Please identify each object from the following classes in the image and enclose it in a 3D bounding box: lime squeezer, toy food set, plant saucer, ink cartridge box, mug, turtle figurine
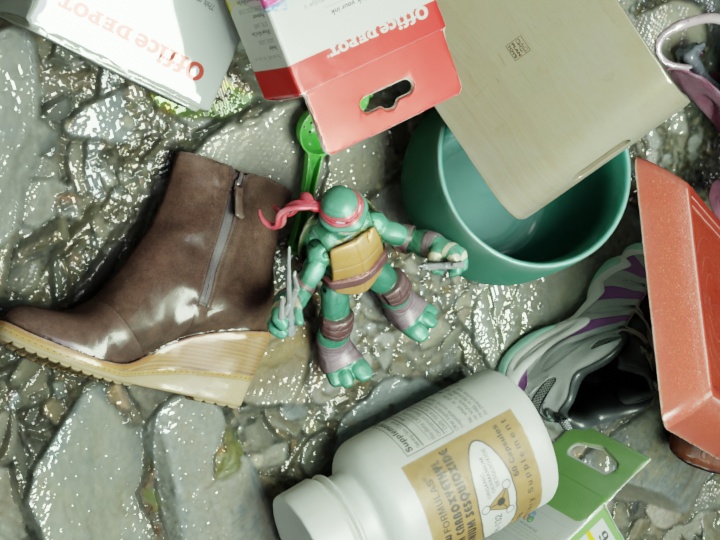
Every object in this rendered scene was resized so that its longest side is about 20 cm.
[{"bbox_3d":[-0.017,-0.101,1.273,0.037,0.071,0.200,18,135,-21],"label":"lime squeezer"},{"bbox_3d":[0.112,-0.155,1.226,0.143,0.060,0.201,-34,94,18],"label":"toy food set"},{"bbox_3d":[0.257,0.031,1.366,0.199,0.036,0.202,29,55,-64],"label":"plant saucer"},{"bbox_3d":[-0.024,-0.186,1.151,0.115,0.067,0.202,-26,103,-22],"label":"ink cartridge box"},{"bbox_3d":[-0.133,-0.225,1.186,0.146,0.083,0.202,25,88,-31],"label":"ink cartridge box"},{"bbox_3d":[0.143,0.219,1.433,0.200,0.104,0.060,-42,118,-14],"label":"ink cartridge box"},{"bbox_3d":[0.121,-0.067,1.329,0.183,0.114,0.154,-4,81,-20],"label":"mug"},{"bbox_3d":[0.000,0.000,1.273,0.148,0.101,0.201,-18,149,-3],"label":"turtle figurine"}]

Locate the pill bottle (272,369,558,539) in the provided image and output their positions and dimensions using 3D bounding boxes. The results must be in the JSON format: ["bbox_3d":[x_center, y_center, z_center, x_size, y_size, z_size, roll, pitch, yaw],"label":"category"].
[{"bbox_3d":[0.040,0.166,1.358,0.199,0.114,0.115,-26,113,-20],"label":"pill bottle"}]

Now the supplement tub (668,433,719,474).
[{"bbox_3d":[0.325,0.066,1.493,0.106,0.107,0.202,7,98,-29],"label":"supplement tub"}]

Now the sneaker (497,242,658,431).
[{"bbox_3d":[0.216,0.059,1.411,0.200,0.140,0.078,-42,117,-13],"label":"sneaker"}]

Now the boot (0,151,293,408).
[{"bbox_3d":[-0.148,-0.002,1.257,0.198,0.072,0.168,14,83,-29],"label":"boot"}]

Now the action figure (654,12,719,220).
[{"bbox_3d":[0.325,-0.098,1.404,0.149,0.133,0.202,33,41,-59],"label":"action figure"}]
